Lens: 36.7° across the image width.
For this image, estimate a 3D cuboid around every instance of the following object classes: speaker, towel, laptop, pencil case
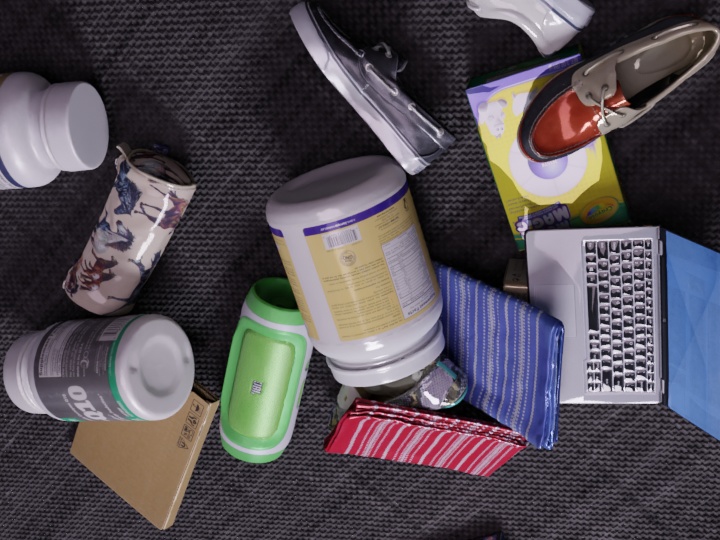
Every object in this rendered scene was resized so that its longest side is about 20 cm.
[{"bbox_3d":[-0.102,0.111,1.197,0.088,0.088,0.200,17,116,5],"label":"speaker"},{"bbox_3d":[0.067,0.184,1.161,0.200,0.023,0.145,11,152,-10],"label":"towel"},{"bbox_3d":[0.126,0.083,1.099,0.200,0.024,0.145,27,126,46],"label":"towel"},{"bbox_3d":[0.252,0.064,0.998,0.200,0.116,0.188,-1,111,14],"label":"laptop"},{"bbox_3d":[-0.253,-0.040,1.168,0.089,0.078,0.200,35,116,7],"label":"pencil case"}]

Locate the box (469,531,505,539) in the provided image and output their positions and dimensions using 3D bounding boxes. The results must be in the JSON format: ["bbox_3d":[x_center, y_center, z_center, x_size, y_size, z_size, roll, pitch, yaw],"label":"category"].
[{"bbox_3d":[0.103,0.403,1.305,0.200,0.038,0.137,-21,108,20],"label":"box"}]

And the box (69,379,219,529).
[{"bbox_3d":[-0.258,0.183,1.271,0.163,0.021,0.200,34,120,20],"label":"box"}]

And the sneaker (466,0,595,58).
[{"bbox_3d":[0.117,-0.269,0.985,0.200,0.073,0.071,37,113,-5],"label":"sneaker"}]

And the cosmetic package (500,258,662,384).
[{"bbox_3d":[0.245,0.051,1.099,0.200,0.073,0.104,3,114,13],"label":"cosmetic package"}]

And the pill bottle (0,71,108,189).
[{"bbox_3d":[-0.372,-0.144,1.125,0.200,0.120,0.120,-3,113,13],"label":"pill bottle"}]

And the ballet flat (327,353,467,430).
[{"bbox_3d":[0.024,0.123,1.161,0.200,0.072,0.072,-20,109,42],"label":"ballet flat"}]

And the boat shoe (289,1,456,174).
[{"bbox_3d":[0.015,-0.188,1.046,0.068,0.072,0.200,-38,96,16],"label":"boat shoe"}]

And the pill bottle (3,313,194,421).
[{"bbox_3d":[-0.290,0.109,1.190,0.200,0.113,0.113,-6,113,34],"label":"pill bottle"}]

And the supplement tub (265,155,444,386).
[{"bbox_3d":[0.000,0.000,1.090,0.145,0.145,0.200,-12,111,17],"label":"supplement tub"}]

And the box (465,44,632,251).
[{"bbox_3d":[0.187,-0.105,1.057,0.117,0.048,0.200,-16,110,18],"label":"box"}]

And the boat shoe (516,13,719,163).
[{"bbox_3d":[0.230,-0.163,0.974,0.200,0.063,0.071,-34,110,0],"label":"boat shoe"}]
